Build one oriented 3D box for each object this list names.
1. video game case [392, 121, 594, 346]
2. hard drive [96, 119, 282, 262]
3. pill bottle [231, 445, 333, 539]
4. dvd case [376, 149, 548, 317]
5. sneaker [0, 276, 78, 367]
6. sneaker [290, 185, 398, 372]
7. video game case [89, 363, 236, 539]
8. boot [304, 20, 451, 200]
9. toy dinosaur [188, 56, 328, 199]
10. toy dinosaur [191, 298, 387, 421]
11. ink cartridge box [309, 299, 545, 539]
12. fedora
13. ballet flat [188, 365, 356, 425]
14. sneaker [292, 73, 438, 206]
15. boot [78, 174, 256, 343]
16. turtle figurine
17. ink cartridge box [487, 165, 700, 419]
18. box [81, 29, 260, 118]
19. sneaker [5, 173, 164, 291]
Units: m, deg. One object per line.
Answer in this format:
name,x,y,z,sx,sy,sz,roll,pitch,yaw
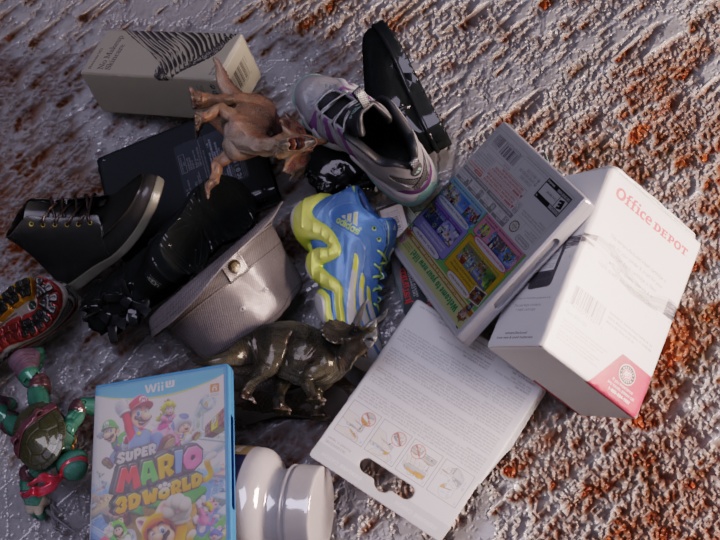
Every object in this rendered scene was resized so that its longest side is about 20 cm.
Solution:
video game case,0.127,-0.042,1.354,0.182,0.022,0.200,-48,33,9
hard drive,-0.202,-0.106,1.568,0.198,0.033,0.141,-21,61,4
pill bottle,-0.132,0.233,1.332,0.198,0.120,0.121,1,65,15
dvd case,0.126,-0.035,1.450,0.198,0.022,0.147,-18,61,5
sneaker,-0.400,0.075,1.516,0.199,0.082,0.079,-27,81,17
sneaker,0.000,0.000,1.411,0.104,0.076,0.202,-28,76,19
video game case,-0.190,0.193,1.288,0.141,0.018,0.202,-10,59,10
boot,-0.003,-0.174,1.521,0.161,0.073,0.200,-27,62,5
toy dinosaur,-0.112,-0.156,1.457,0.134,0.086,0.201,-9,42,-7
toy dinosaur,-0.067,0.090,1.358,0.198,0.077,0.103,0,64,20
ink cartridge box,0.070,0.150,1.343,0.162,0.057,0.201,30,75,18
fedora,-0.128,0.026,1.432,0.090,0.177,0.200,49,56,-3
ballet flat,-0.096,0.126,1.418,0.198,0.068,0.046,0,23,18
sneaker,-0.002,-0.161,1.394,0.199,0.140,0.078,38,82,20
boot,-0.213,-0.012,1.477,0.162,0.073,0.199,-36,11,38
turtle figurine,-0.326,0.176,1.430,0.150,0.101,0.200,-43,56,-8
ink cartridge box,0.231,0.022,1.316,0.083,0.145,0.201,-6,54,56
box,-0.225,-0.233,1.595,0.198,0.069,0.083,6,54,26
sneaker,-0.306,-0.058,1.478,0.200,0.106,0.075,-38,28,33
